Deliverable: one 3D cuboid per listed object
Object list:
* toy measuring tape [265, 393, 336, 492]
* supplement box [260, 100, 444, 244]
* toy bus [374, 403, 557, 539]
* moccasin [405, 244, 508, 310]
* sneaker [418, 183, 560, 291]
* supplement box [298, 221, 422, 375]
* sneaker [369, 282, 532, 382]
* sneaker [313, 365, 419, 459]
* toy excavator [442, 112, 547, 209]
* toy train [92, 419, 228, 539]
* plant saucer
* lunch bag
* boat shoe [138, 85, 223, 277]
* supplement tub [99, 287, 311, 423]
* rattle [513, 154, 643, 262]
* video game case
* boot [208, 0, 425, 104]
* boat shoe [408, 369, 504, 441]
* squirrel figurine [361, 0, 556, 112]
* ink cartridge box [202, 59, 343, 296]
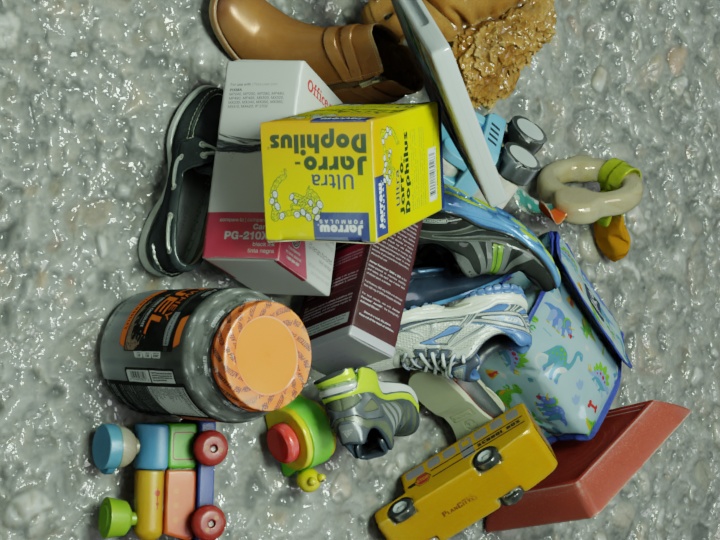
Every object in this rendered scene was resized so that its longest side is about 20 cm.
[{"bbox_3d":[-0.066,0.131,1.516,0.073,0.073,0.201,-19,101,-38],"label":"toy measuring tape"},{"bbox_3d":[-0.003,-0.095,1.382,0.200,0.109,0.110,-29,118,-67],"label":"supplement box"},{"bbox_3d":[0.112,0.230,1.618,0.200,0.078,0.065,-32,114,6],"label":"toy bus"},{"bbox_3d":[0.090,-0.001,1.643,0.200,0.080,0.068,-19,96,-39],"label":"moccasin"},{"bbox_3d":[0.132,-0.025,1.604,0.199,0.071,0.083,25,108,-29],"label":"sneaker"},{"bbox_3d":[0.000,0.000,1.523,0.061,0.109,0.201,28,61,-28],"label":"supplement box"},{"bbox_3d":[0.091,0.080,1.585,0.199,0.077,0.085,-19,66,-2],"label":"sneaker"},{"bbox_3d":[0.010,0.157,1.538,0.200,0.074,0.081,29,48,-62],"label":"sneaker"},{"bbox_3d":[0.088,-0.128,1.627,0.200,0.100,0.195,31,33,-7],"label":"toy excavator"},{"bbox_3d":[-0.194,0.238,1.405,0.115,0.085,0.201,4,86,-29],"label":"toy train"},{"bbox_3d":[0.249,0.216,1.696,0.200,0.200,0.037,-39,99,-34],"label":"plant saucer"},{"bbox_3d":[0.226,0.077,1.732,0.170,0.127,0.200,54,46,-22],"label":"lunch bag"},{"bbox_3d":[-0.155,-0.088,1.455,0.075,0.060,0.201,20,76,-37],"label":"boat shoe"},{"bbox_3d":[-0.142,0.077,1.371,0.122,0.200,0.123,2,87,-40],"label":"supplement tub"},{"bbox_3d":[0.248,-0.051,1.763,0.200,0.130,0.143,-43,157,-50],"label":"rattle"},{"bbox_3d":[0.081,-0.185,1.465,0.024,0.182,0.200,-25,132,1],"label":"video game case"},{"bbox_3d":[-0.041,-0.229,1.492,0.200,0.155,0.074,32,69,-34],"label":"boot"},{"bbox_3d":[0.127,0.156,1.677,0.200,0.071,0.063,47,36,-25],"label":"boat shoe"},{"bbox_3d":[0.104,-0.268,1.611,0.200,0.142,0.187,47,67,-4],"label":"squirrel figurine"},{"bbox_3d":[-0.079,-0.089,1.458,0.145,0.084,0.201,39,55,-67],"label":"ink cartridge box"}]
